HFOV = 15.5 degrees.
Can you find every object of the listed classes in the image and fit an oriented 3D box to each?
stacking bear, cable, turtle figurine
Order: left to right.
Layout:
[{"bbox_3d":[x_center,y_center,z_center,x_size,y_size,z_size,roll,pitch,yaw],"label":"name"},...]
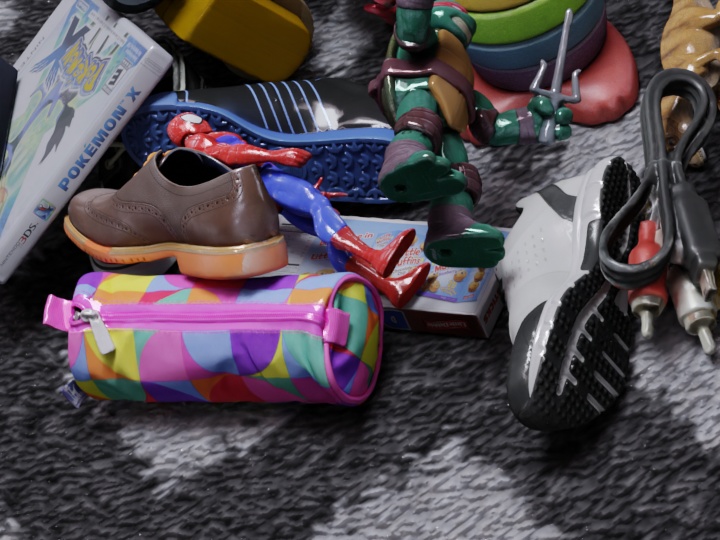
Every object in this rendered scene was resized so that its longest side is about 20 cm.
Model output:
[{"bbox_3d":[0.057,-0.107,1.557,0.101,0.150,0.200,-26,42,37],"label":"turtle figurine"},{"bbox_3d":[0.092,-0.195,1.662,0.121,0.200,0.114,-10,43,16],"label":"stacking bear"},{"bbox_3d":[0.176,-0.037,1.551,0.097,0.050,0.200,2,46,-9],"label":"cable"}]

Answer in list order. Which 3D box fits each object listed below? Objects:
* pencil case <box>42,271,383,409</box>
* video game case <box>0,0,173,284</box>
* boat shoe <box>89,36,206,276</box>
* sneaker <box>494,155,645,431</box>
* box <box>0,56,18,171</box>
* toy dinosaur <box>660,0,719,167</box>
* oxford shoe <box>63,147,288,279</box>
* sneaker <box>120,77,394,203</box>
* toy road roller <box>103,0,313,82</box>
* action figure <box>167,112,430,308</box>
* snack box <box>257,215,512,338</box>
[{"bbox_3d":[-0.086,0.041,1.590,0.200,0.088,0.088,-1,46,24],"label":"pencil case"},{"bbox_3d":[-0.211,-0.097,1.754,0.182,0.022,0.200,-53,27,3],"label":"video game case"},{"bbox_3d":[-0.148,-0.073,1.753,0.071,0.064,0.200,-9,44,17],"label":"boat shoe"},{"bbox_3d":[0.114,0.021,1.538,0.080,0.074,0.200,-15,35,32],"label":"sneaker"},{"bbox_3d":[-0.369,-0.109,1.754,0.197,0.200,0.117,-31,36,26],"label":"box"},{"bbox_3d":[0.215,-0.153,1.668,0.106,0.060,0.200,-12,42,16],"label":"toy dinosaur"},{"bbox_3d":[-0.116,-0.043,1.617,0.071,0.073,0.200,-18,17,-39],"label":"oxford shoe"},{"bbox_3d":[-0.051,-0.089,1.706,0.200,0.070,0.078,9,33,7],"label":"sneaker"},{"bbox_3d":[-0.098,-0.233,1.778,0.146,0.200,0.123,-50,40,14],"label":"toy road roller"},{"bbox_3d":[-0.044,-0.047,1.617,0.200,0.065,0.052,29,77,28],"label":"action figure"},{"bbox_3d":[0.000,0.000,1.636,0.200,0.024,0.072,5,50,30],"label":"snack box"}]
